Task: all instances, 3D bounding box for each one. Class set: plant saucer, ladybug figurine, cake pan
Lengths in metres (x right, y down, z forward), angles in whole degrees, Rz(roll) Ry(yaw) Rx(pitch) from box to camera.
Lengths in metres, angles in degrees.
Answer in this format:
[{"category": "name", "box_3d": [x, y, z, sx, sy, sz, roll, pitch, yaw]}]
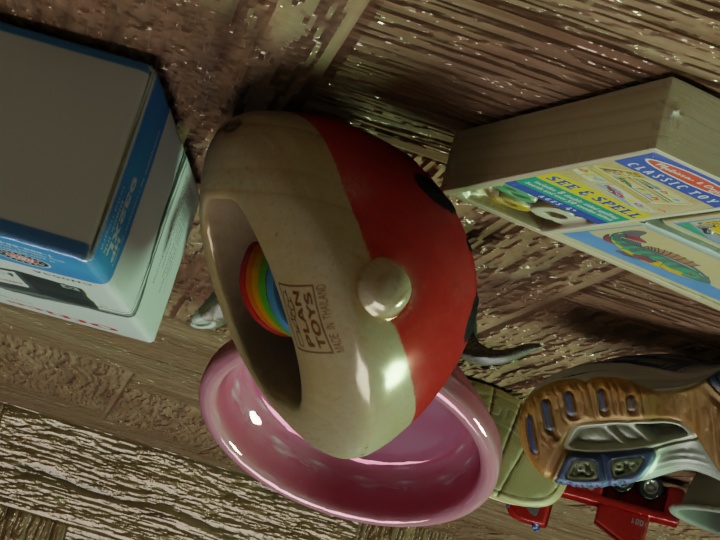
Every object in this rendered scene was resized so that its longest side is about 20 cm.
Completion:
[{"category": "plant saucer", "box_3d": [-0.003, 0.091, 1.076, 0.200, 0.051, 0.201, 13, 143, 10]}, {"category": "ladybug figurine", "box_3d": [-0.008, 0.001, 0.636, 0.072, 0.136, 0.200, -18, -170, -14]}, {"category": "cake pan", "box_3d": [0.335, 0.191, 1.259, 0.200, 0.037, 0.200, 15, 169, 3]}]

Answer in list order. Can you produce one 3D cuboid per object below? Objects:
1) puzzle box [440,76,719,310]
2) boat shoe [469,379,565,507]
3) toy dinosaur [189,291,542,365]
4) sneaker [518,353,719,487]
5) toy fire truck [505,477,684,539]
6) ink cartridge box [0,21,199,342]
[{"category": "puzzle box", "box_3d": [0.144, -0.010, 0.589, 0.200, 0.025, 0.133, 21, 167, -23]}, {"category": "boat shoe", "box_3d": [0.055, 0.108, 1.186, 0.200, 0.074, 0.069, 29, 169, -13]}, {"category": "toy dinosaur", "box_3d": [0.000, 0.000, 0.775, 0.200, 0.077, 0.102, 4, 176, 28]}, {"category": "sneaker", "box_3d": [0.184, 0.069, 0.851, 0.200, 0.075, 0.088, 4, -165, 18]}, {"category": "toy fire truck", "box_3d": [0.210, 0.237, 1.393, 0.200, 0.141, 0.049, 14, 168, 11]}, {"category": "ink cartridge box", "box_3d": [-0.156, -0.039, 0.720, 0.145, 0.084, 0.200, 15, 169, 3]}]
